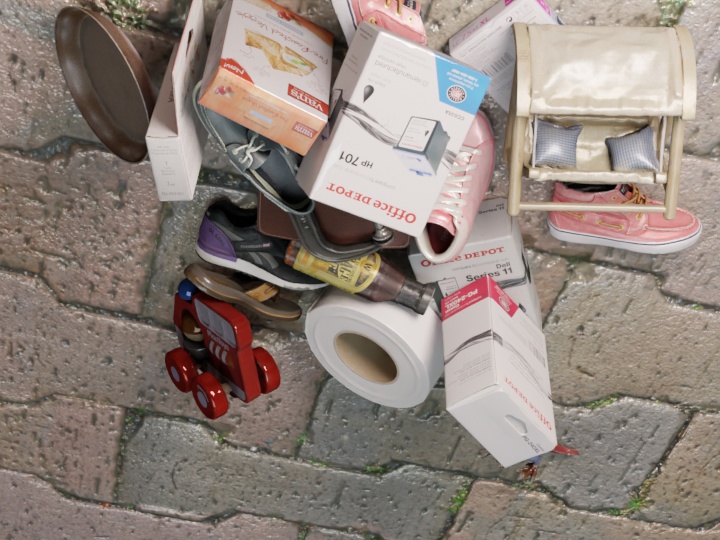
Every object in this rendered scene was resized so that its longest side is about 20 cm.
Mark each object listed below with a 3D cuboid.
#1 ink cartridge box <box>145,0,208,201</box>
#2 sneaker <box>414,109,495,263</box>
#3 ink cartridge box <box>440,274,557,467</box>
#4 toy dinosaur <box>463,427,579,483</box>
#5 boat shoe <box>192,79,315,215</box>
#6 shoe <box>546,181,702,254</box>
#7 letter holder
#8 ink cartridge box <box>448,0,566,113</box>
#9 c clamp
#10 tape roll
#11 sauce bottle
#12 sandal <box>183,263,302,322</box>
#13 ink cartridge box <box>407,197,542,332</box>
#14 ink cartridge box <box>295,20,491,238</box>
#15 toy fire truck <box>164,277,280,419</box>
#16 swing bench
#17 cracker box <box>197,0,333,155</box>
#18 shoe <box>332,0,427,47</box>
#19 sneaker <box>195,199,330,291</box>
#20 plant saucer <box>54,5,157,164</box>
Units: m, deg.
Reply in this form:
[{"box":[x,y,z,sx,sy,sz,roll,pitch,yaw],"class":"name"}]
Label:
[{"box":[-0.210,-0.209,1.456,0.045,0.200,0.176,0,131,4],"class":"ink cartridge box"},{"box":[0.115,-0.100,1.552,0.075,0.105,0.200,15,105,11],"class":"sneaker"},{"box":[0.176,0.130,1.621,0.083,0.200,0.145,-28,125,25],"class":"ink cartridge box"},{"box":[0.232,0.228,1.929,0.200,0.105,0.182,-21,124,-28],"class":"toy dinosaur"},{"box":[-0.116,-0.140,1.444,0.073,0.062,0.200,-37,119,6],"class":"boat shoe"},{"box":[0.343,-0.080,1.619,0.200,0.072,0.091,5,138,6],"class":"shoe"},{"box":[-0.026,-0.113,1.599,0.200,0.101,0.142,5,134,-1],"class":"letter holder"},{"box":[0.214,-0.238,1.508,0.119,0.042,0.200,-34,120,27],"class":"ink cartridge box"},{"box":[-0.012,-0.085,1.535,0.171,0.027,0.200,-5,133,9],"class":"c clamp"},{"box":[0.023,0.098,1.747,0.202,0.071,0.203,24,145,18],"class":"tape roll"},{"box":[0.000,0.000,1.648,0.200,0.066,0.066,21,131,0],"class":"sauce bottle"},{"box":[-0.153,0.021,1.729,0.200,0.082,0.055,25,96,-37],"class":"sandal"},{"box":[0.156,0.012,1.707,0.146,0.083,0.200,-11,129,13],"class":"ink cartridge box"},{"box":[0.035,-0.157,1.412,0.146,0.086,0.200,19,103,-21],"class":"ink cartridge box"},{"box":[-0.203,0.097,1.759,0.112,0.200,0.168,-24,125,-27],"class":"toy fire truck"},{"box":[0.271,-0.175,1.452,0.199,0.130,0.200,1,130,1],"class":"swing bench"},{"box":[-0.103,-0.232,1.427,0.134,0.200,0.058,25,126,-19],"class":"cracker box"},{"box":[0.020,-0.305,1.436,0.091,0.072,0.200,-13,132,8],"class":"shoe"},{"box":[-0.118,-0.036,1.693,0.200,0.076,0.088,14,125,-8],"class":"sneaker"},{"box":[-0.296,-0.223,1.493,0.032,0.200,0.200,-30,140,-29],"class":"plant saucer"}]
